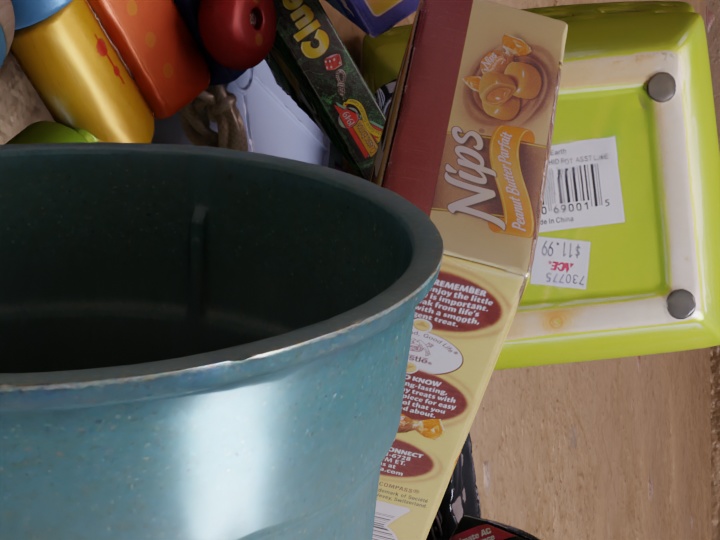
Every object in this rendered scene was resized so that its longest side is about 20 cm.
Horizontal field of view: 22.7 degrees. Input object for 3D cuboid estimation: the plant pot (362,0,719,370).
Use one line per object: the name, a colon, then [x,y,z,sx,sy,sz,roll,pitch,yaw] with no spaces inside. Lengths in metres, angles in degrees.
plant pot: [0.100,-0.045,0.973,0.181,0.199,0.200,-59,143,-84]

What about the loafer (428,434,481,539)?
loafer: [0.042,0.159,1.036,0.070,0.068,0.202,-5,93,-74]

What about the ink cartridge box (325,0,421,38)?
ink cartridge box: [-0.018,-0.171,0.644,0.137,0.076,0.200,57,-5,-28]

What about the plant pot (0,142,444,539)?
plant pot: [-0.079,0.084,0.478,0.200,0.199,0.197,-48,142,-66]

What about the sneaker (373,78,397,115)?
sneaker: [0.000,0.000,0.831,0.078,0.085,0.201,64,34,-64]

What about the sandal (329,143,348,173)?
sandal: [-0.014,-0.025,0.911,0.075,0.048,0.202,-11,98,-73]

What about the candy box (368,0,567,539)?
candy box: [0.019,0.013,0.643,0.200,0.055,0.116,106,-3,-51]

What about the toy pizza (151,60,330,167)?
toy pizza: [-0.065,-0.088,0.770,0.200,0.032,0.202,-6,90,-68]

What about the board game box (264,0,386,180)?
board game box: [-0.052,-0.131,0.667,0.200,0.023,0.105,58,-6,-34]

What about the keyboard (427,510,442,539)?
keyboard: [0.000,0.120,0.919,0.127,0.021,0.201,-42,132,-40]

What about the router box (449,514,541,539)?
router box: [0.055,0.251,0.949,0.201,0.062,0.150,-58,144,-21]

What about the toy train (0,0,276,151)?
toy train: [-0.084,-0.054,0.611,0.201,0.084,0.116,62,41,-37]
